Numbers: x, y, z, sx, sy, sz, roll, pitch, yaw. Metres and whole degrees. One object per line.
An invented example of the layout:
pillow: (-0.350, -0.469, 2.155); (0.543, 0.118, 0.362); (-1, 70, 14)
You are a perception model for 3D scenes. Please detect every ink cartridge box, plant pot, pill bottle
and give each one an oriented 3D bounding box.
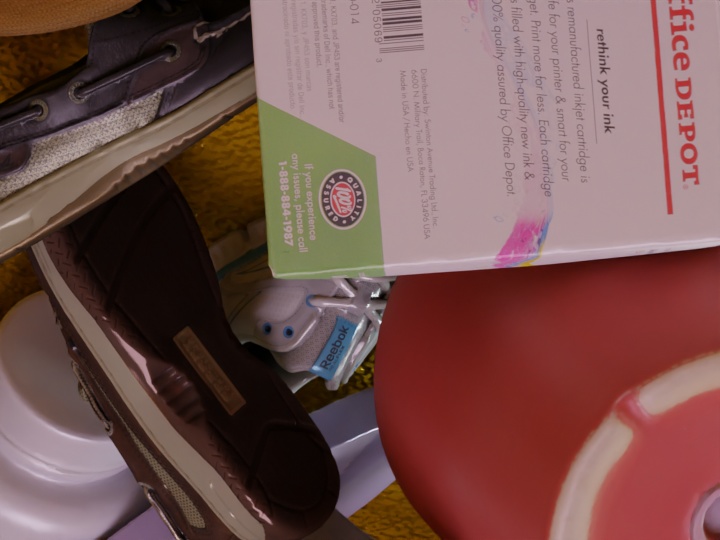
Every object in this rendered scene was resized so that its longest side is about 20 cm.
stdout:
ink cartridge box: (0.065, -0.061, 1.018); (0.199, 0.118, 0.067); (-4, 178, 2)
plant pot: (0.115, 0.061, 1.097); (0.200, 0.177, 0.201); (-4, 110, -10)
pill bottle: (-0.151, 0.096, 1.282); (0.109, 0.110, 0.200); (15, 138, -18)

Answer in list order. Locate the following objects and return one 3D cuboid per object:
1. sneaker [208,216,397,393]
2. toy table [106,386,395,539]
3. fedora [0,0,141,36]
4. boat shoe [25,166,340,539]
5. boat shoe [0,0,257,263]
sneaker: (0.000, 0.000, 1.186); (0.075, 0.087, 0.200); (24, 133, -24)
toy table: (-0.027, 0.146, 1.264); (0.200, 0.117, 0.184); (-32, 162, -7)
fedora: (-0.134, -0.165, 0.989); (0.200, 0.082, 0.201); (4, 142, 3)
boat shoe: (-0.092, 0.029, 1.169); (0.075, 0.075, 0.203); (-30, 89, 46)
boat shoe: (-0.081, -0.074, 1.086); (0.201, 0.072, 0.066); (-34, 99, 4)
